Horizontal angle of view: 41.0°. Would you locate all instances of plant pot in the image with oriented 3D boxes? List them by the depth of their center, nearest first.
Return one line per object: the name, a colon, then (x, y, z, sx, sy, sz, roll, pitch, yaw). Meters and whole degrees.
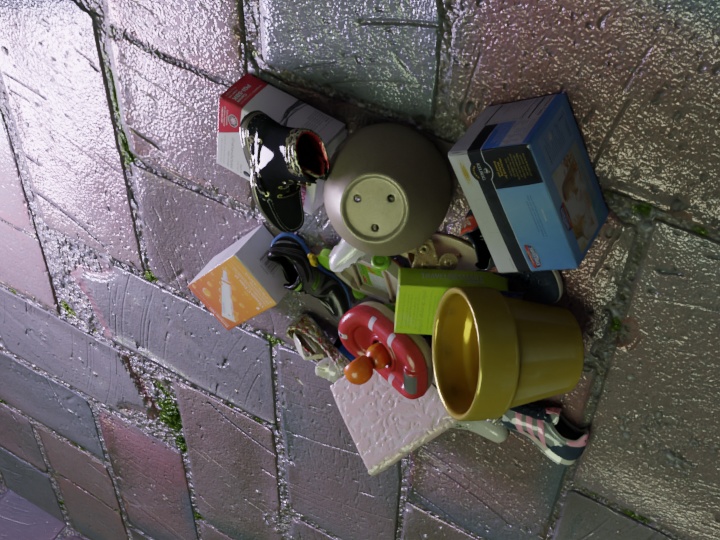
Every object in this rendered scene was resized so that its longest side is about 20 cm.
plant pot: (0.228, 0.123, 1.468, 0.186, 0.203, 0.202, -2, 143, -16)

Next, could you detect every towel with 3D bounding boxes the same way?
towel: (0.059, 0.238, 1.736, 0.199, 0.032, 0.192, -36, 64, 15)

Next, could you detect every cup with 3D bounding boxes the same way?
cup: (0.030, -0.107, 1.412, 0.197, 0.143, 0.203, 2, 105, 9)

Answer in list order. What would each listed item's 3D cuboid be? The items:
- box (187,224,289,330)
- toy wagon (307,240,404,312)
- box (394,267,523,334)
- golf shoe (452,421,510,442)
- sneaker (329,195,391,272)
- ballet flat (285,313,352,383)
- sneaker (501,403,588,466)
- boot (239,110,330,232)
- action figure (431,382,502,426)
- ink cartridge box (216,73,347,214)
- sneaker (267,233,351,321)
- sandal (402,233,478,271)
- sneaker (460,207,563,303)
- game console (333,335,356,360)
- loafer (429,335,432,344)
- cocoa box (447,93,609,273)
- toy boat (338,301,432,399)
box: (-0.222, 0.017, 1.850, 0.125, 0.098, 0.199, 48, 142, -11)
toy wagon: (0.000, 0.000, 1.670, 0.198, 0.040, 0.156, 22, 155, 23)
box: (0.156, 0.055, 1.562, 0.197, 0.048, 0.123, 3, 137, 0)
golf shoe: (0.178, 0.264, 1.764, 0.199, 0.092, 0.073, 32, 141, 8)
sneaker: (0.013, -0.079, 1.539, 0.081, 0.076, 0.200, 45, 107, -1)
ballet flat: (-0.075, 0.166, 1.852, 0.200, 0.063, 0.076, 45, 142, 29)
sneaker: (0.308, 0.253, 1.678, 0.199, 0.070, 0.083, 33, 125, 5)
boot: (-0.103, -0.136, 1.456, 0.153, 0.073, 0.206, 21, 136, 49)
action figure: (0.212, 0.187, 1.605, 0.198, 0.102, 0.120, -24, 109, 20)
ink cartridge box: (-0.132, -0.205, 1.569, 0.198, 0.083, 0.148, 29, 140, 15)
sneaker: (-0.096, 0.022, 1.762, 0.200, 0.083, 0.071, 47, 142, -9)
sandal: (0.092, -0.023, 1.572, 0.209, 0.070, 0.078, 21, 139, 23)
sneaker: (0.224, -0.011, 1.461, 0.200, 0.085, 0.075, 45, 142, -7)
game console: (-0.004, 0.234, 1.868, 0.117, 0.174, 0.201, 11, 145, -14)
loafer: (0.166, 0.136, 1.679, 0.069, 0.068, 0.202, -18, 117, 10)
cocoa box: (0.233, -0.115, 1.311, 0.130, 0.134, 0.202, -3, 125, 41)
toy boat: (0.026, 0.150, 1.663, 0.200, 0.130, 0.132, 39, 146, 38)
